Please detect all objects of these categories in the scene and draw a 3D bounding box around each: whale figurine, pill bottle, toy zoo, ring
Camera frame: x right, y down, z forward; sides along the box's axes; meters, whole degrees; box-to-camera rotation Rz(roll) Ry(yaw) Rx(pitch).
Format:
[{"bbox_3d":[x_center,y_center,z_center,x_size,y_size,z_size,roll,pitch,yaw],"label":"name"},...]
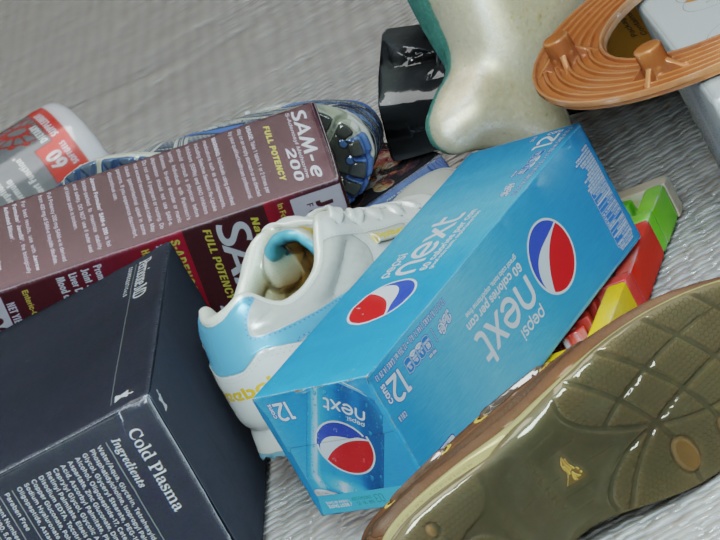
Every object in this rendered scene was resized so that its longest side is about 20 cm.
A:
[{"bbox_3d":[0.058,-0.145,1.356,0.159,0.201,0.104,5,-12,-26],"label":"whale figurine"},{"bbox_3d":[-0.231,-0.001,1.686,0.200,0.116,0.116,-34,18,-12],"label":"pill bottle"},{"bbox_3d":[0.068,0.029,1.296,0.131,0.020,0.200,-21,20,25],"label":"toy zoo"},{"bbox_3d":[0.162,-0.130,1.240,0.200,0.019,0.201,-27,19,10],"label":"ring"}]

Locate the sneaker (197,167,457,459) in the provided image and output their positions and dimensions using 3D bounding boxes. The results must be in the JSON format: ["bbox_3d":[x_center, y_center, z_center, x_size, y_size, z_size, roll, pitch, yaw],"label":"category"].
[{"bbox_3d":[0.000,0.000,1.315,0.076,0.081,0.200,-18,21,39],"label":"sneaker"}]

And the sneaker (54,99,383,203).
[{"bbox_3d":[-0.073,-0.046,1.544,0.199,0.077,0.085,-12,14,24],"label":"sneaker"}]

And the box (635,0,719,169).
[{"bbox_3d":[0.222,-0.089,1.240,0.152,0.107,0.200,-28,18,5],"label":"box"}]

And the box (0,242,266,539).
[{"bbox_3d":[-0.144,0.100,1.294,0.182,0.104,0.200,-27,18,9],"label":"box"}]

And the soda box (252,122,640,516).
[{"bbox_3d":[0.041,0.019,1.227,0.068,0.064,0.200,-13,24,41],"label":"soda box"}]

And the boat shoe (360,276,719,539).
[{"bbox_3d":[0.081,0.063,1.101,0.200,0.072,0.068,-36,20,-10],"label":"boat shoe"}]

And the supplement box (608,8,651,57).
[{"bbox_3d":[0.198,-0.163,1.397,0.200,0.067,0.069,-20,48,24],"label":"supplement box"}]

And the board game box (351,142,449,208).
[{"bbox_3d":[-0.053,-0.002,1.545,0.200,0.035,0.135,-35,19,-16],"label":"board game box"}]

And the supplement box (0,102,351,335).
[{"bbox_3d":[-0.099,0.002,1.414,0.199,0.109,0.061,-19,47,0],"label":"supplement box"}]

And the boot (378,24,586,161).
[{"bbox_3d":[0.112,-0.130,1.541,0.199,0.066,0.165,-14,22,16],"label":"boot"}]
